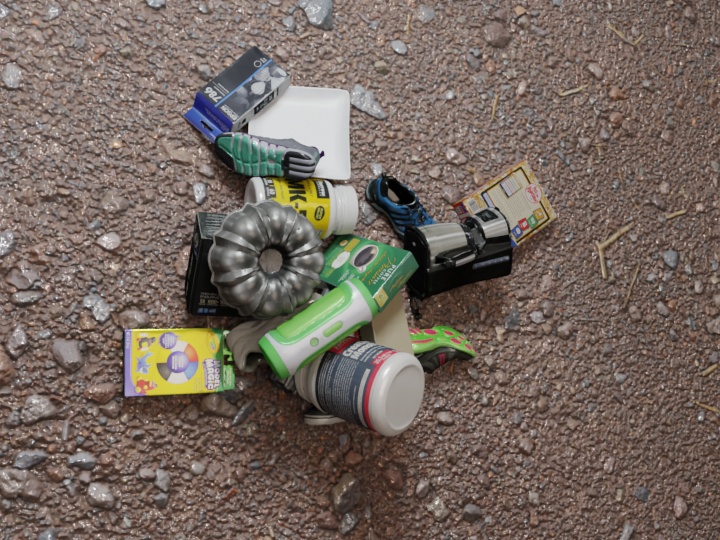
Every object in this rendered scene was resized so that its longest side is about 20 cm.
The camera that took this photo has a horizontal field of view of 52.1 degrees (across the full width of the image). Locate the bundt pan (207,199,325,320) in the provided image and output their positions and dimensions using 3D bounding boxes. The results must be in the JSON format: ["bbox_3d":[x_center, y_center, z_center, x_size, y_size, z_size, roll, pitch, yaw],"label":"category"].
[{"bbox_3d":[-0.146,-0.015,1.206,0.199,0.076,0.205,-2,95,-21],"label":"bundt pan"}]

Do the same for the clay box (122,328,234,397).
[{"bbox_3d":[-0.317,0.160,1.303,0.198,0.048,0.117,0,83,-22],"label":"clay box"}]

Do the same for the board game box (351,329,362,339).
[{"bbox_3d":[-0.038,0.114,1.429,0.199,0.040,0.154,-27,94,-23],"label":"board game box"}]

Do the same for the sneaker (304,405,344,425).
[{"bbox_3d":[-0.022,0.240,1.400,0.198,0.078,0.081,-6,90,-34],"label":"sneaker"}]

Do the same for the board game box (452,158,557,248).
[{"bbox_3d":[0.319,-0.130,1.609,0.199,0.046,0.153,-33,95,-23],"label":"board game box"}]

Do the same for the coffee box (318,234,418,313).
[{"bbox_3d":[0.000,0.000,1.378,0.123,0.199,0.044,-50,130,-21],"label":"coffee box"}]

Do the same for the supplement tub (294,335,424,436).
[{"bbox_3d":[-0.002,0.191,1.270,0.140,0.198,0.142,-18,114,-48],"label":"supplement tub"}]

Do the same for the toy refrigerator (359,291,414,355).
[{"bbox_3d":[0.048,0.136,1.389,0.075,0.070,0.202,-5,73,-23],"label":"toy refrigerator"}]

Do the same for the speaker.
[{"bbox_3d":[-0.070,0.096,1.235,0.199,0.088,0.089,-33,96,-14],"label":"speaker"}]

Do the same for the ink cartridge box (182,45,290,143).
[{"bbox_3d":[-0.234,-0.332,1.396,0.099,0.039,0.200,39,69,8],"label":"ink cartridge box"}]

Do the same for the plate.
[{"bbox_3d":[-0.119,-0.263,1.423,0.197,0.032,0.202,2,69,-9],"label":"plate"}]

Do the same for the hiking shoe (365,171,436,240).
[{"bbox_3d":[0.098,-0.114,1.492,0.199,0.087,0.075,38,71,-14],"label":"hiking shoe"}]

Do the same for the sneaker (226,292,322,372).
[{"bbox_3d":[-0.140,0.116,1.298,0.199,0.100,0.078,-35,140,11],"label":"sneaker"}]

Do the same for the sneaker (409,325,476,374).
[{"bbox_3d":[0.148,0.163,1.493,0.198,0.077,0.084,6,123,-32],"label":"sneaker"}]

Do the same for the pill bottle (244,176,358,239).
[{"bbox_3d":[-0.112,-0.117,1.391,0.198,0.114,0.116,-1,83,-23],"label":"pill bottle"}]

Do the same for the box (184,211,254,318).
[{"bbox_3d":[-0.201,-0.005,1.308,0.198,0.086,0.165,5,124,-22],"label":"box"}]

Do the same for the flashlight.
[{"bbox_3d":[-0.097,0.127,1.346,0.067,0.068,0.201,26,71,9],"label":"flashlight"}]

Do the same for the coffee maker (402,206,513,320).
[{"bbox_3d":[0.193,-0.022,1.485,0.198,0.193,0.136,-12,53,-19],"label":"coffee maker"}]

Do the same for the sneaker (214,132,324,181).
[{"bbox_3d":[-0.167,-0.216,1.358,0.198,0.075,0.088,17,31,10],"label":"sneaker"}]
